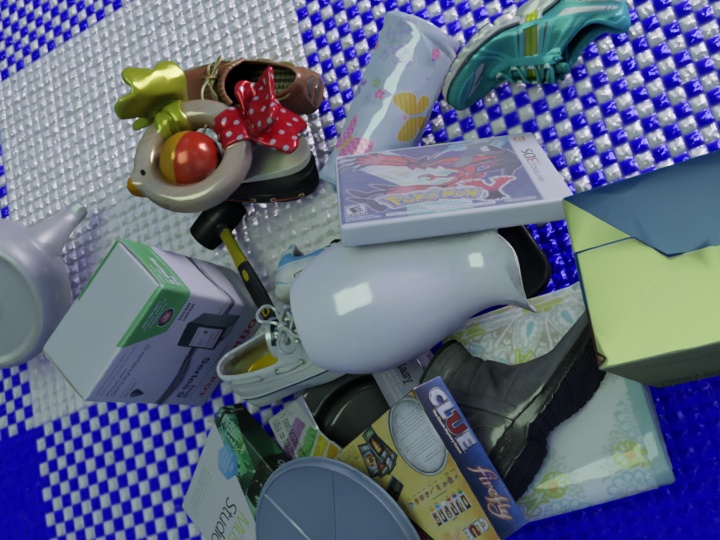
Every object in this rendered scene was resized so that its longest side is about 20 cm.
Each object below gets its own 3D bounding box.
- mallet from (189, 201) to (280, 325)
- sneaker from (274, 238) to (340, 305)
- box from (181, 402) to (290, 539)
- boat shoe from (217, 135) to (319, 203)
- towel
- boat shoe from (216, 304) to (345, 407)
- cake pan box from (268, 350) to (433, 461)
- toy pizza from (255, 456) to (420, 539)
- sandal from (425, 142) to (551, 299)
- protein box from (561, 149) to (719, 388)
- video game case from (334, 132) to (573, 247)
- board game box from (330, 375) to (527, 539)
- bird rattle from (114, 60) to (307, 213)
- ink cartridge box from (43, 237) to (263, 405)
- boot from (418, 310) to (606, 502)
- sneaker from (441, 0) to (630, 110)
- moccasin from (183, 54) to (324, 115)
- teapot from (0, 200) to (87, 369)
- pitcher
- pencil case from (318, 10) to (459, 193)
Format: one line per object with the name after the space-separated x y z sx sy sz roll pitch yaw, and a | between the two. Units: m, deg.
-0.138 -0.003 1.065 0.066 0.041 0.201 -41 49 18 | mallet
0.000 0.000 0.994 0.199 0.072 0.073 0 71 26 | sneaker
-0.101 0.255 0.986 0.200 0.036 0.145 41 121 33 | box
-0.145 -0.104 1.072 0.200 0.063 0.074 -3 54 12 | boat shoe
0.170 0.115 0.864 0.170 0.048 0.201 -20 59 17 | towel
-0.070 0.068 0.967 0.201 0.086 0.075 -27 42 32 | boat shoe
0.021 0.179 0.957 0.184 0.052 0.201 -36 66 17 | cake pan box
-0.013 0.257 0.858 0.199 0.032 0.202 12 111 34 | toy pizza
0.115 -0.058 0.950 0.075 0.048 0.201 -44 62 15 | sandal
0.290 0.000 0.750 0.197 0.200 0.136 -17 72 26 | protein box
0.077 -0.078 0.876 0.198 0.183 0.023 -8 116 1 | video game case
0.042 0.195 0.833 0.136 0.034 0.200 59 141 14 | board game box
-0.164 -0.134 1.025 0.198 0.113 0.164 15 72 10 | bird rattle
-0.209 0.061 1.025 0.084 0.200 0.146 41 101 26 | ink cartridge box
0.123 0.090 0.834 0.131 0.070 0.200 32 79 39 | boot
0.167 -0.214 0.939 0.199 0.077 0.080 -32 75 21 | sneaker
-0.141 -0.210 1.108 0.200 0.078 0.074 12 84 31 | moccasin
-0.445 0.018 1.205 0.198 0.146 0.199 3 112 7 | teapot
0.043 0.003 0.873 0.199 0.122 0.172 -19 31 10 | pitcher
0.027 -0.167 1.003 0.090 0.083 0.201 24 92 49 | pencil case
